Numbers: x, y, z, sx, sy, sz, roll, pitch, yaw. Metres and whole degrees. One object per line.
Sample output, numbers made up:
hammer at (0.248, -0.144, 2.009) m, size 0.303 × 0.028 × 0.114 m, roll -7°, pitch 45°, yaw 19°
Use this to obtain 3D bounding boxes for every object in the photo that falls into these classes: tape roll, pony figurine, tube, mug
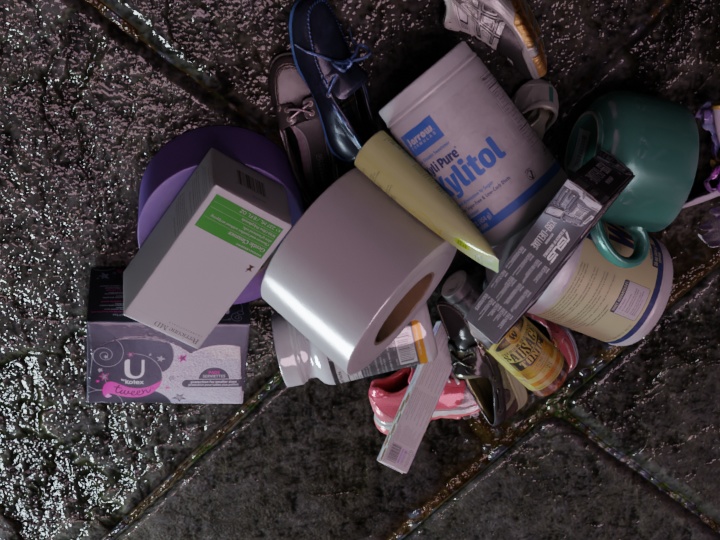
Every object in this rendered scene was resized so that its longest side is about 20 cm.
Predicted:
tape roll at (0.000, 0.000, 1.497) m, size 0.139 × 0.202 × 0.204 m, roll 40°, pitch 118°, yaw 12°
pony figurine at (0.466, -0.117, 1.566) m, size 0.190 × 0.167 × 0.203 m, roll -16°, pitch 111°, yaw -6°
tube at (0.078, -0.070, 1.419) m, size 0.200 × 0.058 × 0.052 m, roll 43°, pitch 128°, yaw 11°
tape roll at (-0.165, -0.063, 1.539) m, size 0.196 × 0.085 × 0.203 m, roll -3°, pitch 125°, yaw -5°
mug at (0.307, -0.118, 1.506) m, size 0.113 × 0.187 × 0.153 m, roll 11°, pitch 144°, yaw -15°

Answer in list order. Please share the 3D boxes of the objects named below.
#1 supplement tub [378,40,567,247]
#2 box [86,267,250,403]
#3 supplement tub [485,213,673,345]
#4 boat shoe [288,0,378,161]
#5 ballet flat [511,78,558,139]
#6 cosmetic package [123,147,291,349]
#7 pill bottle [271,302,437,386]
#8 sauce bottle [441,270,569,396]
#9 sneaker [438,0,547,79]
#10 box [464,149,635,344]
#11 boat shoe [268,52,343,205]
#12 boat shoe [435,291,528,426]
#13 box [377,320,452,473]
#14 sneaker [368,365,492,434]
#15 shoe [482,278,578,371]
supplement tub at (0.127, -0.138, 1.456) m, size 0.131 × 0.132 × 0.201 m, roll -38°, pitch 95°, yaw 18°
box at (-0.240, 0.084, 1.613) m, size 0.196 × 0.115 × 0.134 m, roll 2°, pitch 124°, yaw -9°
supplement tub at (0.269, -0.002, 1.605) m, size 0.197 × 0.146 × 0.146 m, roll 20°, pitch 120°, yaw -21°
boat shoe at (-0.016, -0.215, 1.450) m, size 0.084 × 0.068 × 0.202 m, roll -47°, pitch 131°, yaw -28°
ballet flat at (0.171, -0.136, 1.547) m, size 0.069 × 0.070 × 0.201 m, roll 22°, pitch 119°, yaw -22°
cosmetic package at (-0.176, -0.023, 1.463) m, size 0.107 × 0.085 × 0.201 m, roll 25°, pitch 117°, yaw -26°
pill bottle at (-0.008, 0.079, 1.642) m, size 0.197 × 0.117 × 0.118 m, roll -13°, pitch 126°, yaw 2°
sauce bottle at (0.175, 0.076, 1.588) m, size 0.066 × 0.066 × 0.199 m, roll -40°, pitch 119°, yaw 19°
sneaker at (0.133, -0.287, 1.441) m, size 0.087 × 0.076 × 0.201 m, roll -28°, pitch 117°, yaw 24°
box at (0.207, -0.028, 1.416) m, size 0.050 × 0.157 × 0.201 m, roll 39°, pitch 117°, yaw 9°
boat shoe at (-0.058, -0.155, 1.506) m, size 0.066 × 0.057 × 0.202 m, roll -14°, pitch 126°, yaw 3°
boat shoe at (0.149, 0.115, 1.653) m, size 0.066 × 0.071 × 0.202 m, roll -46°, pitch 120°, yaw -26°
box at (0.080, 0.164, 1.689) m, size 0.041 × 0.039 × 0.203 m, roll 24°, pitch 82°, yaw -7°
sneaker at (0.102, 0.155, 1.737) m, size 0.197 × 0.074 × 0.088 m, roll -20°, pitch 124°, yaw 7°
shoe at (0.230, 0.091, 1.698) m, size 0.071 × 0.092 × 0.200 m, roll -32°, pitch 123°, yaw 15°
